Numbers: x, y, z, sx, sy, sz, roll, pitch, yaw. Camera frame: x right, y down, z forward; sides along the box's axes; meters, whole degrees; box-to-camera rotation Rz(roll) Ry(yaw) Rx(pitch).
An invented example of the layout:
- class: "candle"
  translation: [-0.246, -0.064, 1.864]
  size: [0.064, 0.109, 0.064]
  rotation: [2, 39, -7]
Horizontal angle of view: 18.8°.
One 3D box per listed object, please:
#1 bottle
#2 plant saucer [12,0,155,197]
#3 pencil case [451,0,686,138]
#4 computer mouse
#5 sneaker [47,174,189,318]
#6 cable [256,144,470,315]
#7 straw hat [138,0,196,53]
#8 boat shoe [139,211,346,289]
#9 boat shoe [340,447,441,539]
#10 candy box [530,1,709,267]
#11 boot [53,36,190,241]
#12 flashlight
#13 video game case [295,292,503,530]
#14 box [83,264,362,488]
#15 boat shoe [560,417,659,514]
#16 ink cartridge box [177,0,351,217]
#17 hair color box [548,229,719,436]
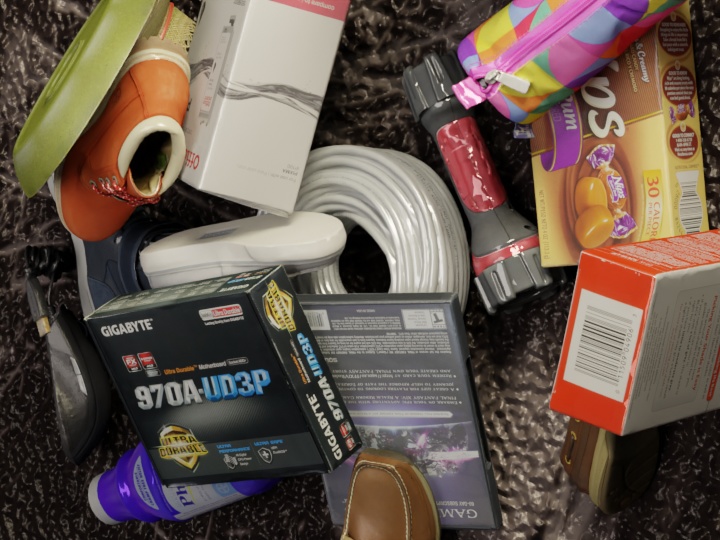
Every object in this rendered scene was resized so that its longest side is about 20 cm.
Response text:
- class: "bottle"
  translation: [-0.152, 0.170, 1.857]
  size: [0.200, 0.065, 0.084]
  rotation: [-23, 84, 38]
- class: "plant saucer"
  translation: [-0.221, -0.150, 1.707]
  size: [0.031, 0.200, 0.200]
  rotation: [32, 122, -14]
- class: "pencil case"
  translation: [0.156, -0.177, 1.493]
  size: [0.200, 0.088, 0.089]
  rotation: [-39, 71, 32]
- class: "computer mouse"
  translation: [-0.252, 0.068, 1.901]
  size: [0.046, 0.140, 0.201]
  rotation: [-9, 83, 1]
- class: "sneaker"
  translation: [-0.192, -0.050, 1.852]
  size: [0.146, 0.077, 0.203]
  rotation: [-8, 98, 50]
- class: "cable"
  translation: [0.000, 0.000, 1.716]
  size: [0.200, 0.069, 0.200]
  rotation: [-23, 78, 38]
- class: "straw hat"
  translation: [-0.168, -0.171, 1.816]
  size: [0.085, 0.201, 0.201]
  rotation: [32, 124, -17]
- class: "boat shoe"
  translation: [-0.089, 0.001, 1.704]
  size: [0.200, 0.072, 0.069]
  rotation: [-9, 109, 33]
- class: "boat shoe"
  translation: [0.018, 0.237, 1.687]
  size: [0.075, 0.074, 0.200]
  rotation: [6, 118, 20]
- class: "candy box"
  translation: [0.182, -0.106, 1.565]
  size: [0.116, 0.056, 0.201]
  rotation: [-3, 93, 39]
- class: "boot"
  translation: [-0.189, -0.078, 1.716]
  size: [0.107, 0.075, 0.200]
  rotation: [-102, 32, -42]
- class: "flashlight"
  translation: [0.089, -0.068, 1.636]
  size: [0.068, 0.068, 0.200]
  rotation: [-31, 76, 38]
- class: "video game case"
  translation: [0.025, 0.109, 1.672]
  size: [0.143, 0.019, 0.200]
  rotation: [-1, 117, 24]
- class: "box"
  translation: [-0.108, 0.086, 1.700]
  size: [0.200, 0.046, 0.159]
  rotation: [-9, 110, 43]
- class: "boat shoe"
  translation: [0.180, 0.078, 1.560]
  size: [0.068, 0.072, 0.200]
  rotation: [33, 128, 37]
- class: "ink cartridge box"
  translation: [-0.082, -0.155, 1.697]
  size: [0.146, 0.083, 0.200]
  rotation: [-151, 77, -69]
- class: "hair color box"
  translation: [0.213, 0.037, 1.460]
  size: [0.064, 0.200, 0.111]
  rotation: [21, 107, 36]
